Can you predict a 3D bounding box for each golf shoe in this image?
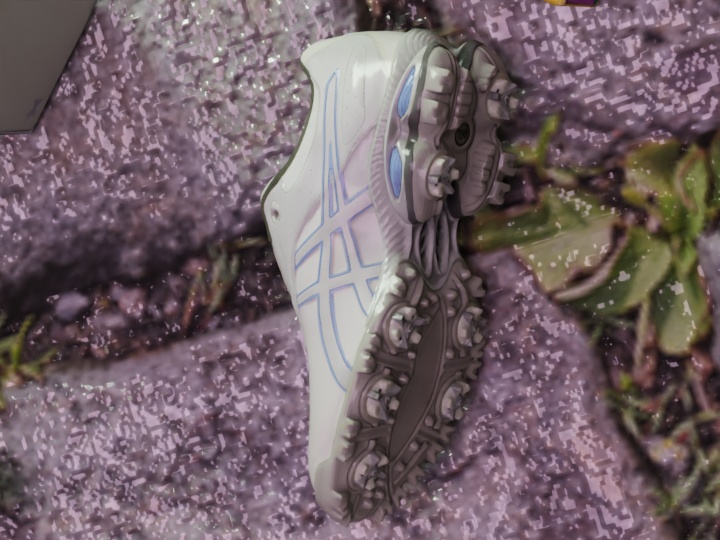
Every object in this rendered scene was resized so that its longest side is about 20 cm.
[{"bbox_3d":[0.000,0.000,1.218,0.097,0.078,0.201,14,93,35],"label":"golf shoe"}]

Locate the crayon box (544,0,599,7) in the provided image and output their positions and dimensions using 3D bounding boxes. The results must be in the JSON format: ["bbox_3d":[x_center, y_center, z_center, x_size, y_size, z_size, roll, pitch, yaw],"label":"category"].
[{"bbox_3d":[0.046,-0.227,1.181,0.172,0.058,0.201,24,102,15],"label":"crayon box"}]

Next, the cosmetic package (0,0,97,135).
[{"bbox_3d":[-0.221,-0.135,1.259,0.200,0.105,0.071,32,103,13],"label":"cosmetic package"}]
